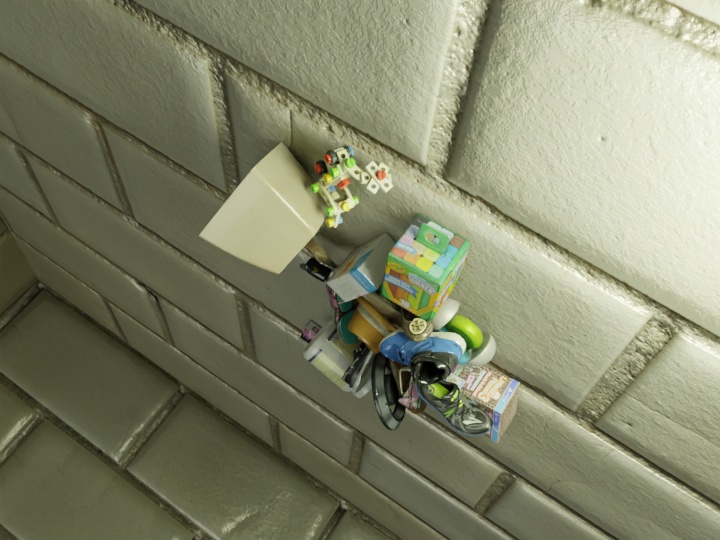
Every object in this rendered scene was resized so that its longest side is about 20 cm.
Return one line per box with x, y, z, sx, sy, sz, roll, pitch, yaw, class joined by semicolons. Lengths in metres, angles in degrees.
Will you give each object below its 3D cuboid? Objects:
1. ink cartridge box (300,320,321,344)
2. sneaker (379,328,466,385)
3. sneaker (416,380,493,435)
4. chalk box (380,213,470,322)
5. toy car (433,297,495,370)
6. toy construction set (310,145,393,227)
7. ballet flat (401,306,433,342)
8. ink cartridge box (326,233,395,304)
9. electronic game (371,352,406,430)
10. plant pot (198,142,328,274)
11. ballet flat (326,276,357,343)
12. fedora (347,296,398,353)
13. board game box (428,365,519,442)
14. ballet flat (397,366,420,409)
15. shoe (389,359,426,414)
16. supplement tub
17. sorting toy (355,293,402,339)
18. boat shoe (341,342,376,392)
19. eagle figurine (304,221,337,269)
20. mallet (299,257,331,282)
-0.087;0.233;2.180;0.200;0.037;0.095;35;152;3;ink cartridge box
0.111;0.183;1.515;0.200;0.111;0.077;-1;124;32;sneaker
0.214;0.308;1.676;0.199;0.071;0.083;36;158;13;sneaker
0.129;-0.014;1.449;0.125;0.124;0.200;30;151;15;chalk box
0.184;0.167;1.626;0.175;0.150;0.200;45;152;-11;toy car
-0.029;-0.171;1.440;0.200;0.092;0.131;-24;90;51;toy construction set
0.113;0.071;1.554;0.067;0.200;0.046;-13;130;10;ballet flat
0.000;0.000;1.635;0.068;0.115;0.200;45;152;-11;ink cartridge box
0.070;0.303;1.851;0.042;0.200;0.200;-12;130;20;electronic game
-0.181;-0.115;1.521;0.177;0.200;0.200;40;116;-8;plant pot
-0.047;0.093;1.823;0.071;0.069;0.200;36;149;43;ballet flat
0.027;0.135;1.713;0.201;0.082;0.201;43;180;0;fedora
0.272;0.301;1.778;0.200;0.097;0.160;26;150;24;board game box
0.132;0.239;1.771;0.071;0.200;0.069;14;-168;2;ballet flat
0.119;0.264;1.833;0.053;0.070;0.200;-115;7;-77;shoe
-0.042;0.242;2.017;0.200;0.145;0.145;41;152;-4;supplement tub
0.044;0.135;1.880;0.185;0.036;0.200;33;147;11;sorting toy
0.007;0.224;1.883;0.060;0.074;0.200;34;125;18;boat shoe
-0.142;-0.081;1.682;0.200;0.151;0.152;1;167;22;eagle figurine
-0.110;0.001;1.765;0.066;0.041;0.200;32;-178;0;mallet
